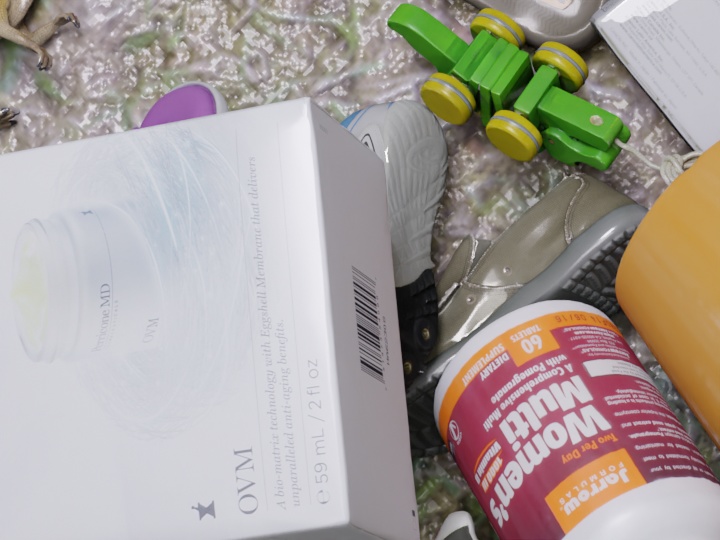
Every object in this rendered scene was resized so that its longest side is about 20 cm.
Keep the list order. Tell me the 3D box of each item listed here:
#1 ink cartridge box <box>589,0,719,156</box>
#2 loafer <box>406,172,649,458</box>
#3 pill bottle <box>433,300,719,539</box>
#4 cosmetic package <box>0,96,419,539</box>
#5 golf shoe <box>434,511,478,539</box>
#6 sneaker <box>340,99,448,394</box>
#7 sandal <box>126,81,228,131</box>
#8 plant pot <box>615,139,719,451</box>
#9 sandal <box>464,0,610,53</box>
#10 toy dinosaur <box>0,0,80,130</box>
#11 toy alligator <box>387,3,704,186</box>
[{"bbox_3d":[0.229,-0.151,1.415,0.200,0.050,0.109,-40,95,6],"label":"ink cartridge box"},{"bbox_3d":[0.072,0.023,1.443,0.200,0.075,0.070,-38,50,8],"label":"loafer"},{"bbox_3d":[0.123,0.118,1.359,0.109,0.110,0.200,-36,50,7],"label":"pill bottle"},{"bbox_3d":[-0.090,0.043,1.289,0.199,0.123,0.201,-10,75,16],"label":"cosmetic package"},{"bbox_3d":[0.126,0.178,1.416,0.199,0.077,0.089,7,74,6],"label":"golf shoe"},{"bbox_3d":[0.000,0.000,1.418,0.072,0.072,0.201,-24,41,40],"label":"sneaker"},{"bbox_3d":[-0.121,-0.032,1.428,0.082,0.050,0.203,-15,42,36],"label":"sandal"},{"bbox_3d":[0.233,0.028,1.354,0.200,0.200,0.183,-47,65,5],"label":"plant pot"},{"bbox_3d":[0.046,-0.180,1.457,0.199,0.055,0.082,34,95,9],"label":"sandal"},{"bbox_3d":[-0.229,-0.127,1.515,0.199,0.058,0.102,-27,68,0],"label":"toy dinosaur"},{"bbox_3d":[0.100,-0.080,1.438,0.199,0.054,0.059,30,71,17],"label":"toy alligator"}]
